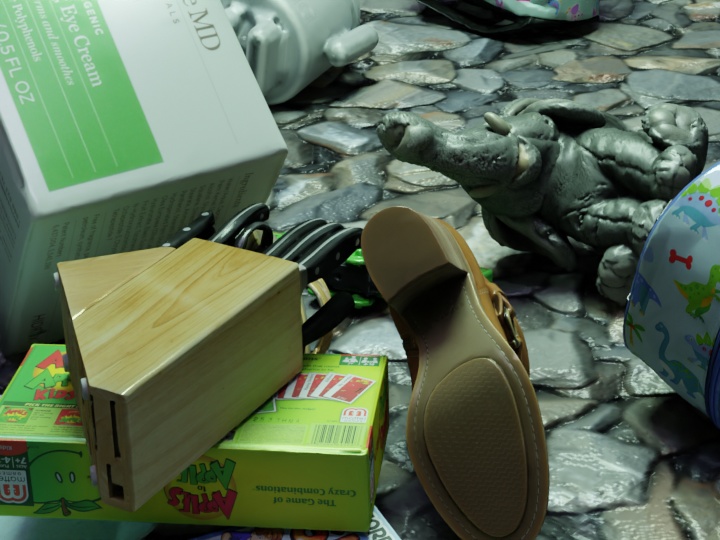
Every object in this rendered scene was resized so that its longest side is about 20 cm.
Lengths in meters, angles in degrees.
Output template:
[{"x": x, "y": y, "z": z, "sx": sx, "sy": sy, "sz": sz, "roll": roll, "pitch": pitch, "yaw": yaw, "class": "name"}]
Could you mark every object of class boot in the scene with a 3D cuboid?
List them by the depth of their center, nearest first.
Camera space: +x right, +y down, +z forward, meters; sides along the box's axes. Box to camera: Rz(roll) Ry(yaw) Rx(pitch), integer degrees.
[{"x": 0.064, "y": 0.065, "z": 0.942, "sx": 0.076, "sy": 0.201, "sz": 0.155, "roll": -30, "pitch": -18, "yaw": 10, "class": "boot"}]

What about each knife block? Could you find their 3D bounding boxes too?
[{"x": -0.063, "y": 0.031, "z": 0.855, "sx": 0.174, "sy": 0.065, "sz": 0.200, "roll": -9, "pitch": 26, "yaw": -13, "class": "knife block"}]

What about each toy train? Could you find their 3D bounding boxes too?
[{"x": 0.000, "y": 0.000, "z": 1.137, "sx": 0.198, "sy": 0.042, "sz": 0.056, "roll": 13, "pitch": 21, "yaw": 32, "class": "toy train"}]

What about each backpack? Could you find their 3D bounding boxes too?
[{"x": 0.257, "y": 0.001, "z": 0.938, "sx": 0.199, "sy": 0.184, "sz": 0.147, "roll": -26, "pitch": 53, "yaw": -22, "class": "backpack"}, {"x": 0.153, "y": -0.309, "z": 1.650, "sx": 0.165, "sy": 0.128, "sz": 0.200, "roll": -14, "pitch": 31, "yaw": -28, "class": "backpack"}]

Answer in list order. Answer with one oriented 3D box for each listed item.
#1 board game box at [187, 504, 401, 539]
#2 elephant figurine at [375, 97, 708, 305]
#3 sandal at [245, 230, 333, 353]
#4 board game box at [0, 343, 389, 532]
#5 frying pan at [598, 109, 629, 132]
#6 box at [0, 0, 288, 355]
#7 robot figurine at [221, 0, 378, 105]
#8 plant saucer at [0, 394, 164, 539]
[{"x": -0.021, "y": 0.181, "z": 0.771, "sx": 0.134, "sy": 0.035, "sz": 0.200, "roll": -14, "pitch": 27, "yaw": -19, "class": "board game box"}, {"x": 0.128, "y": -0.067, "z": 1.135, "sx": 0.198, "sy": 0.156, "sz": 0.142, "roll": 15, "pitch": 53, "yaw": 17, "class": "elephant figurine"}, {"x": -0.045, "y": 0.031, "z": 1.055, "sx": 0.053, "sy": 0.081, "sz": 0.200, "roll": 14, "pitch": 19, "yaw": -13, "class": "sandal"}, {"x": -0.088, "y": 0.085, "z": 0.875, "sx": 0.197, "sy": 0.048, "sz": 0.102, "roll": 2, "pitch": 25, "yaw": 7, "class": "board game box"}, {"x": 0.159, "y": -0.084, "z": 1.294, "sx": 0.114, "sy": 0.031, "sz": 0.191, "roll": -5, "pitch": 29, "yaw": -2, "class": "frying pan"}, {"x": -0.175, "y": -0.090, "z": 1.079, "sx": 0.170, "sy": 0.200, "sz": 0.201, "roll": -16, "pitch": 70, "yaw": -25, "class": "box"}, {"x": -0.070, "y": -0.221, "z": 1.514, "sx": 0.168, "sy": 0.114, "sz": 0.200, "roll": 21, "pitch": 32, "yaw": 14, "class": "robot figurine"}, {"x": -0.191, "y": 0.130, "z": 0.894, "sx": 0.198, "sy": 0.039, "sz": 0.202, "roll": -2, "pitch": 26, "yaw": 1, "class": "plant saucer"}]
